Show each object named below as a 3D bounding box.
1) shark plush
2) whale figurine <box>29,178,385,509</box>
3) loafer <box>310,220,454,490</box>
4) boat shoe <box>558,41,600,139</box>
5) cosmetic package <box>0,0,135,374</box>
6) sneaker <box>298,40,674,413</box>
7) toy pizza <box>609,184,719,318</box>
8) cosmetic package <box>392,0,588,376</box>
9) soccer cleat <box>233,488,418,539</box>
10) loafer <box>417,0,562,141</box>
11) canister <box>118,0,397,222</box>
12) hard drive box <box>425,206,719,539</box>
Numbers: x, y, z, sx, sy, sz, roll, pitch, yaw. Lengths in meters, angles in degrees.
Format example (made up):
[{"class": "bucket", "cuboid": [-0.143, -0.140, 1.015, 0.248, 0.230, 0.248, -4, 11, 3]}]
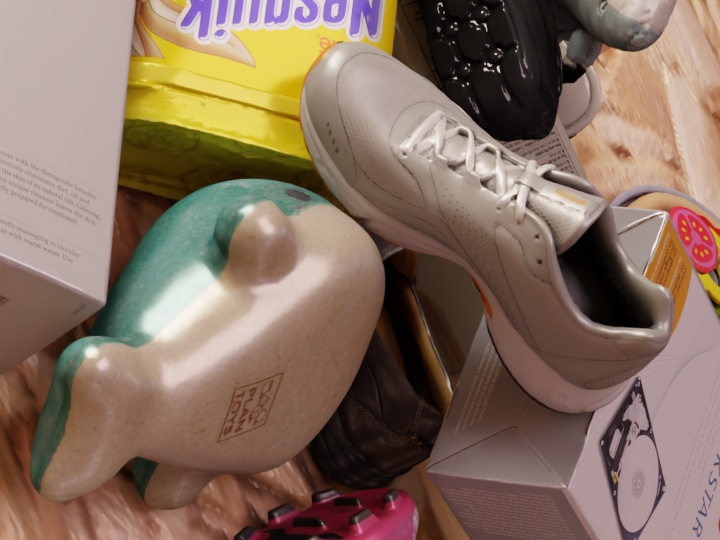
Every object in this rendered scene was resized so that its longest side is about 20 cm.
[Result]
[{"class": "shark plush", "cuboid": [0.105, -0.133, 1.408, 0.091, 0.200, 0.083, 16, 79, -24]}, {"class": "whale figurine", "cuboid": [-0.078, 0.029, 1.212, 0.104, 0.159, 0.200, 35, 34, 23]}, {"class": "loafer", "cuboid": [0.000, 0.000, 1.353, 0.073, 0.072, 0.200, -8, 77, -51]}, {"class": "boat shoe", "cuboid": [0.062, -0.157, 1.544, 0.200, 0.073, 0.063, 60, -6, 1]}, {"class": "cosmetic package", "cuboid": [-0.160, -0.073, 1.186, 0.108, 0.085, 0.200, 25, 51, -31]}, {"class": "sneaker", "cuboid": [0.062, -0.031, 1.226, 0.200, 0.092, 0.076, 45, 60, -4]}, {"class": "toy pizza", "cuboid": [0.198, 0.043, 1.601, 0.200, 0.032, 0.200, 27, 52, -40]}, {"class": "cosmetic package", "cuboid": [0.050, -0.057, 1.446, 0.105, 0.071, 0.200, -23, 89, -52]}, {"class": "soccer cleat", "cuboid": [-0.035, 0.164, 1.238, 0.200, 0.070, 0.086, -34, 114, -50]}, {"class": "loafer", "cuboid": [0.055, -0.156, 1.399, 0.070, 0.068, 0.201, 26, 48, -62]}, {"class": "canister", "cuboid": [-0.051, -0.135, 1.304, 0.148, 0.087, 0.200, 14, 69, -21]}, {"class": "hard drive box", "cuboid": [0.121, 0.087, 1.367, 0.200, 0.077, 0.156, 57, 47, -48]}]
